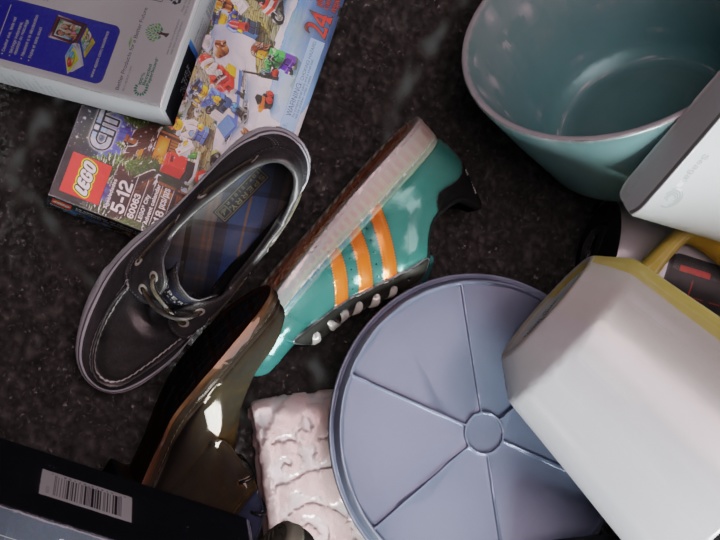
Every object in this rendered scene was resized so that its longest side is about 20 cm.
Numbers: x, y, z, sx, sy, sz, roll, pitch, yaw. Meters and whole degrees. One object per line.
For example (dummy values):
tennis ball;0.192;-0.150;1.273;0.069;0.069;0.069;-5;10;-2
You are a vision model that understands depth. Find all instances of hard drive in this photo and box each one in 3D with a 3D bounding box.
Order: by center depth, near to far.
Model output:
hard drive;0.270;-0.065;1.102;0.198;0.132;0.026;13;39;-35

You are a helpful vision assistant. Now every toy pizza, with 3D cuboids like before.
toy pizza;0.073;0.103;1.135;0.198;0.032;0.203;3;81;-16

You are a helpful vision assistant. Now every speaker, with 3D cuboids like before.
speaker;0.242;0.016;1.200;0.198;0.081;0.082;17;78;-12

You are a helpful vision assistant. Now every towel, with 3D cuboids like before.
towel;0.035;0.166;1.148;0.198;0.032;0.193;-5;83;-16

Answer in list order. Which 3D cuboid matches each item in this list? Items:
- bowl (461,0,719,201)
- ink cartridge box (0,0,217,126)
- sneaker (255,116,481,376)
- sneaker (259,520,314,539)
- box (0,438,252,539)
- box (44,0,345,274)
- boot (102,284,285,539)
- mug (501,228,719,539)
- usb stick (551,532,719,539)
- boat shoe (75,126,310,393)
bowl;0.174;-0.123;1.163;0.201;0.200;0.105;-46;138;-16
ink cartridge box;-0.193;-0.161;1.110;0.198;0.039;0.100;16;77;11
sneaker;0.000;0.000;1.142;0.080;0.071;0.200;43;79;-10
sneaker;-0.039;0.248;1.070;0.105;0.075;0.202;19;106;-8
box;-0.180;0.210;1.016;0.198;0.104;0.184;19;101;-11
box;-0.103;-0.112;1.148;0.135;0.038;0.202;21;77;-11
boot;-0.084;0.110;1.094;0.097;0.075;0.201;34;98;-17
mug;0.172;0.066;1.097;0.153;0.187;0.150;42;118;-1
usb stick;0.186;0.190;1.147;0.198;0.033;0.056;1;106;-36
boat shoe;-0.101;0.000;1.082;0.070;0.066;0.200;43;99;-14
